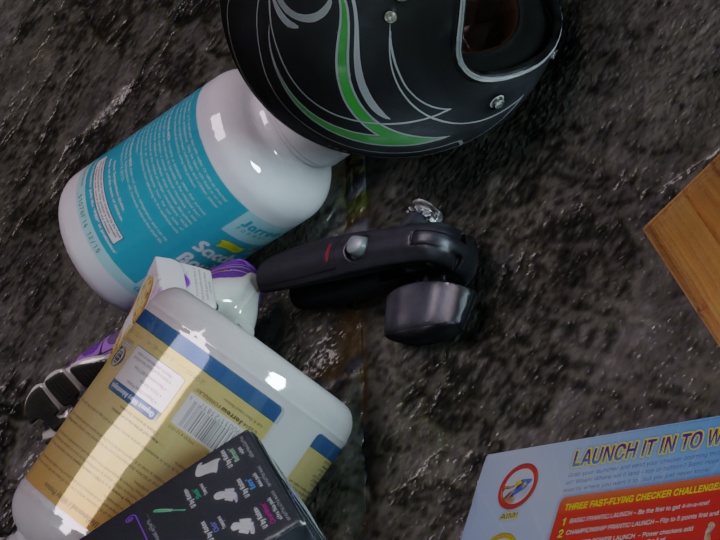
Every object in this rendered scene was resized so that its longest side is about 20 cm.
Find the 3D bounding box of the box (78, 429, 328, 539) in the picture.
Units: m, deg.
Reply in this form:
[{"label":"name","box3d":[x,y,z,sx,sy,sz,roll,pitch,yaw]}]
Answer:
[{"label":"box","box3d":[-0.101,0.203,1.559,0.200,0.122,0.106,-33,32,-2]}]

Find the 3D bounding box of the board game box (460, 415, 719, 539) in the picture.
[{"label":"board game box","box3d":[0.121,0.176,1.401,0.200,0.056,0.196,-13,48,46]}]

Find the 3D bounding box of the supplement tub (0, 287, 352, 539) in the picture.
[{"label":"supplement tub","box3d":[-0.114,0.127,1.675,0.200,0.145,0.145,-54,31,-4]}]

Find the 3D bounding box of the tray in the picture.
[{"label":"tray","box3d":[0.221,0.002,1.467,0.099,0.037,0.200,-45,31,12]}]

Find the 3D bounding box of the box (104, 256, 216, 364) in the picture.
[{"label":"box","box3d":[-0.145,0.082,1.793,0.042,0.039,0.200,-101,32,-52]}]

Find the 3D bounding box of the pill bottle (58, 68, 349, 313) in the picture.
[{"label":"pill bottle","box3d":[-0.096,-0.060,1.873,0.200,0.111,0.111,-32,37,31]}]

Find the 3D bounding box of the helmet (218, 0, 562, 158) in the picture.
[{"label":"helmet","box3d":[0.016,-0.162,1.741,0.199,0.191,0.200,-15,37,11]}]

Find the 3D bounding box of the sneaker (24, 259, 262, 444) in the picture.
[{"label":"sneaker","box3d":[-0.133,0.061,1.858,0.200,0.081,0.083,-33,13,28]}]

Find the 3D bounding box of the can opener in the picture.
[{"label":"can opener","box3d":[0.000,0.000,1.732,0.200,0.063,0.079,-1,58,52]}]
